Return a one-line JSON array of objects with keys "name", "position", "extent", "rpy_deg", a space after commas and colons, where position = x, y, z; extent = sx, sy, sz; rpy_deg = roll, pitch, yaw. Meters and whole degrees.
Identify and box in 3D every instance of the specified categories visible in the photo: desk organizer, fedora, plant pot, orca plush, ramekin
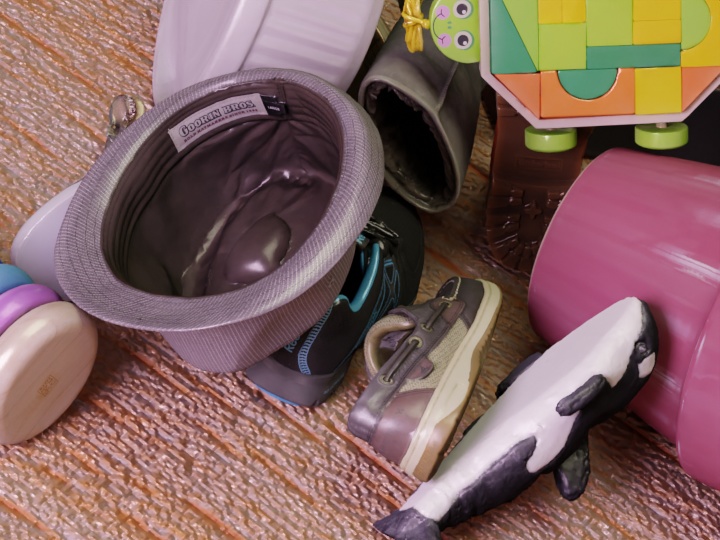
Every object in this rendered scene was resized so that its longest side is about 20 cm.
[{"name": "desk organizer", "position": [0.184, -0.127, 1.781], "extent": [0.199, 0.072, 0.077], "rpy_deg": [7, 39, -25]}, {"name": "fedora", "position": [-0.067, -0.015, 1.396], "extent": [0.176, 0.091, 0.201], "rpy_deg": [3, 50, 22]}, {"name": "plant pot", "position": [0.208, 0.017, 1.542], "extent": [0.178, 0.201, 0.200], "rpy_deg": [26, 34, 26]}, {"name": "orca plush", "position": [0.105, 0.105, 1.431], "extent": [0.071, 0.105, 0.200], "rpy_deg": [52, 58, -14]}, {"name": "ramekin", "position": [-0.052, -0.176, 1.595], "extent": [0.094, 0.203, 0.203], "rpy_deg": [17, 38, -19]}]

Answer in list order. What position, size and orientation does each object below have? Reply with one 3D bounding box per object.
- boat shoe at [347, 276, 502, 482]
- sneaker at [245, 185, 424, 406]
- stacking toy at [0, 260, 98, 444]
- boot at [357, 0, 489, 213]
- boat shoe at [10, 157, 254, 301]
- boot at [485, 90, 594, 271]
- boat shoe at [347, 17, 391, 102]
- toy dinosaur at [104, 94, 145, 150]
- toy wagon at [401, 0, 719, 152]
[{"name": "boat shoe", "position": [0.035, 0.048, 1.467], "extent": [0.066, 0.072, 0.201], "rpy_deg": [27, 27, -3]}, {"name": "sneaker", "position": [0.000, 0.000, 1.512], "extent": [0.073, 0.082, 0.200], "rpy_deg": [28, 37, 2]}, {"name": "stacking toy", "position": [-0.237, 0.006, 1.379], "extent": [0.200, 0.086, 0.085], "rpy_deg": [36, 37, 23]}, {"name": "boot", "position": [0.030, -0.152, 1.621], "extent": [0.182, 0.072, 0.200], "rpy_deg": [54, 36, -12]}, {"name": "boat shoe", "position": [-0.117, -0.048, 1.482], "extent": [0.199, 0.069, 0.057], "rpy_deg": [-30, 28, -16]}, {"name": "boot", "position": [0.117, -0.112, 1.625], "extent": [0.074, 0.201, 0.107], "rpy_deg": [11, 31, -3]}, {"name": "boat shoe", "position": [-0.018, -0.176, 1.716], "extent": [0.064, 0.071, 0.200], "rpy_deg": [-8, 56, -52]}, {"name": "toy dinosaur", "position": [-0.085, -0.028, 1.525], "extent": [0.088, 0.048, 0.201], "rpy_deg": [-16, 53, -20]}, {"name": "toy wagon", "position": [0.124, -0.148, 1.532], "extent": [0.198, 0.156, 0.040], "rpy_deg": [-2, 16, -1]}]
